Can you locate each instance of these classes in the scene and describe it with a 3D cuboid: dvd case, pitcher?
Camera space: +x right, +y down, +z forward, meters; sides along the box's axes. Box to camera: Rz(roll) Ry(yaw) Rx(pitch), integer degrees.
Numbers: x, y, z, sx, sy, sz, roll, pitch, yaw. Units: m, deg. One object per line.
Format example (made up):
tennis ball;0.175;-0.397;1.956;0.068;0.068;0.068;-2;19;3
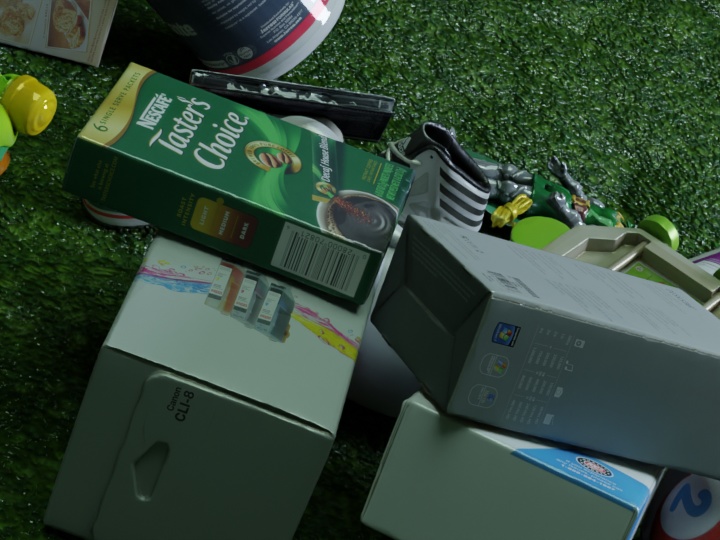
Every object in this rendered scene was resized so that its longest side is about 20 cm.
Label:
dvd case;-0.053;-0.125;1.495;0.148;0.016;0.200;8;-3;-2
pitcher;0.000;0.000;1.326;0.200;0.172;0.121;29;39;12

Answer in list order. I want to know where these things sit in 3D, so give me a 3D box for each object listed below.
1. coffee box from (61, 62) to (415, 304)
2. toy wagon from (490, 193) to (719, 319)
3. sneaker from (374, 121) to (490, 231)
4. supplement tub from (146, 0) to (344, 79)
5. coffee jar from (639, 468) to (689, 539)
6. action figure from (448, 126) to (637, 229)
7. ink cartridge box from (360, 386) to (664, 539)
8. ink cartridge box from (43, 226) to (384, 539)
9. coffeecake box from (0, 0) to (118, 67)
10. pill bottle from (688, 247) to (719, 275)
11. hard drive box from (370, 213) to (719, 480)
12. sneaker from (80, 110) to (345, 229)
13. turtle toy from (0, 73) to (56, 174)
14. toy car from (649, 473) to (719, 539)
coffee box;-0.073;-0.057;1.213;0.200;0.044;0.123;21;30;1
toy wagon;0.174;0.015;1.364;0.200;0.040;0.155;35;48;27
sneaker;0.005;-0.077;1.496;0.200;0.115;0.076;16;33;-10
supplement tub;-0.118;-0.261;1.597;0.200;0.140;0.140;47;19;-32
coffee jar;0.290;0.182;1.297;0.200;0.104;0.085;22;22;-1
action figure;0.156;-0.056;1.620;0.200;0.055;0.118;23;29;-7
ink cartridge box;0.102;0.122;1.181;0.145;0.084;0.200;24;14;12
ink cartridge box;-0.086;0.072;1.193;0.144;0.145;0.200;21;32;-2
coffeecake box;-0.302;-0.258;1.615;0.200;0.073;0.154;13;34;-14
pill bottle;0.249;0.049;1.463;0.200;0.112;0.112;-17;49;-44
hard drive box;0.127;0.045;1.168;0.200;0.077;0.156;15;14;-20
sneaker;-0.108;-0.092;1.417;0.199;0.093;0.070;-10;48;-9
turtle toy;-0.314;-0.095;1.341;0.146;0.101;0.200;31;34;14
toy car;0.261;0.172;1.137;0.177;0.200;0.184;34;76;9
